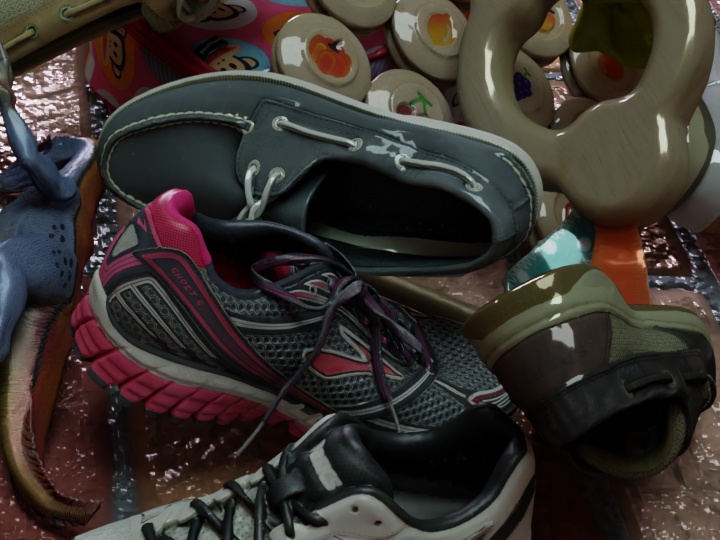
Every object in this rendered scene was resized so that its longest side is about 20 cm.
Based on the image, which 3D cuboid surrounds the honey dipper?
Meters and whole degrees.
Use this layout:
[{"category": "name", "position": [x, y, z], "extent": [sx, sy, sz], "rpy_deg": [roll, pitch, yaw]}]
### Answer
[{"category": "honey dipper", "position": [0.000, 0.000, 0.754], "extent": [0.198, 0.038, 0.038], "rpy_deg": [22, 38, 15]}]

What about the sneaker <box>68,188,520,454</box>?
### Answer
[{"category": "sneaker", "position": [-0.011, 0.027, 0.665], "extent": [0.198, 0.075, 0.081], "rpy_deg": [13, 32, -32]}]

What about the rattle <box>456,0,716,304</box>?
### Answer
[{"category": "rattle", "position": [0.121, -0.051, 0.780], "extent": [0.129, 0.143, 0.202], "rpy_deg": [-16, 65, 9]}]

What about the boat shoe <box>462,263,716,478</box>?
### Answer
[{"category": "boat shoe", "position": [0.099, 0.050, 0.651], "extent": [0.201, 0.071, 0.067], "rpy_deg": [25, 43, -63]}]

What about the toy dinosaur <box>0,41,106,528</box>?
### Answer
[{"category": "toy dinosaur", "position": [-0.146, 0.002, 0.712], "extent": [0.201, 0.105, 0.181], "rpy_deg": [56, 33, -1]}]

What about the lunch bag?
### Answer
[{"category": "lunch bag", "position": [-0.040, -0.122, 0.876], "extent": [0.199, 0.083, 0.176], "rpy_deg": [-19, 43, -37]}]

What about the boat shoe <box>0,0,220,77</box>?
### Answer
[{"category": "boat shoe", "position": [-0.118, -0.121, 0.765], "extent": [0.199, 0.064, 0.073], "rpy_deg": [-15, 0, -6]}]

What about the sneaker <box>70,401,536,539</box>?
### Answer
[{"category": "sneaker", "position": [-0.028, 0.089, 0.591], "extent": [0.198, 0.088, 0.076], "rpy_deg": [-10, 43, -25]}]

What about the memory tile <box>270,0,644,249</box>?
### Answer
[{"category": "memory tile", "position": [0.055, -0.100, 0.817], "extent": [0.199, 0.017, 0.154], "rpy_deg": [31, 55, -18]}]

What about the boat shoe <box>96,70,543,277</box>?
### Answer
[{"category": "boat shoe", "position": [-0.024, -0.037, 0.702], "extent": [0.198, 0.074, 0.062], "rpy_deg": [9, 25, 11]}]

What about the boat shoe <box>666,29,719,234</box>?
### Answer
[{"category": "boat shoe", "position": [0.181, -0.077, 0.892], "extent": [0.068, 0.075, 0.201], "rpy_deg": [29, 33, -11]}]
